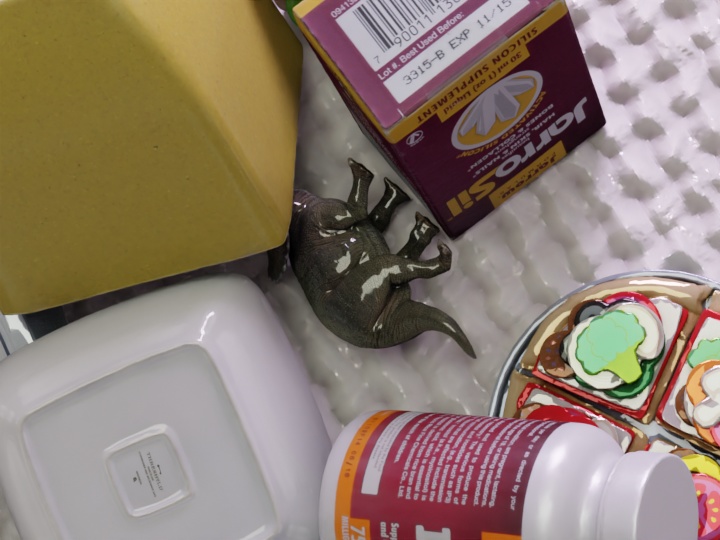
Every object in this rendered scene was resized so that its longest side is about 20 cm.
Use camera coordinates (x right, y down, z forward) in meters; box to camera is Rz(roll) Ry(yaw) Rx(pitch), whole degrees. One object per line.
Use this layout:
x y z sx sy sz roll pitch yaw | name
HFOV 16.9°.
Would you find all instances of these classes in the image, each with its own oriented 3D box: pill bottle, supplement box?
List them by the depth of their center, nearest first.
0.085 0.140 1.382 0.199 0.113 0.114 1 73 32 | pill bottle
0.057 -0.120 1.446 0.131 0.200 0.103 -38 69 1 | supplement box

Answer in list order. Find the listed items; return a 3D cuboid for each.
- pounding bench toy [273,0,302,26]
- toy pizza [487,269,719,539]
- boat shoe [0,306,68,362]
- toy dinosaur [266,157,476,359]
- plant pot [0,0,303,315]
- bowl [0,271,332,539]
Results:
-0.024 -0.237 1.544 0.199 0.124 0.157 18 79 19 | pounding bench toy
0.171 0.094 1.442 0.198 0.032 0.202 -4 72 13 | toy pizza
-0.230 0.027 1.541 0.067 0.073 0.201 -32 68 26 | boat shoe
0.000 0.000 1.503 0.200 0.077 0.102 45 100 17 | toy dinosaur
-0.162 -0.128 1.462 0.193 0.201 0.196 -14 40 15 | plant pot
-0.121 0.119 1.452 0.198 0.075 0.201 -22 92 5 | bowl
